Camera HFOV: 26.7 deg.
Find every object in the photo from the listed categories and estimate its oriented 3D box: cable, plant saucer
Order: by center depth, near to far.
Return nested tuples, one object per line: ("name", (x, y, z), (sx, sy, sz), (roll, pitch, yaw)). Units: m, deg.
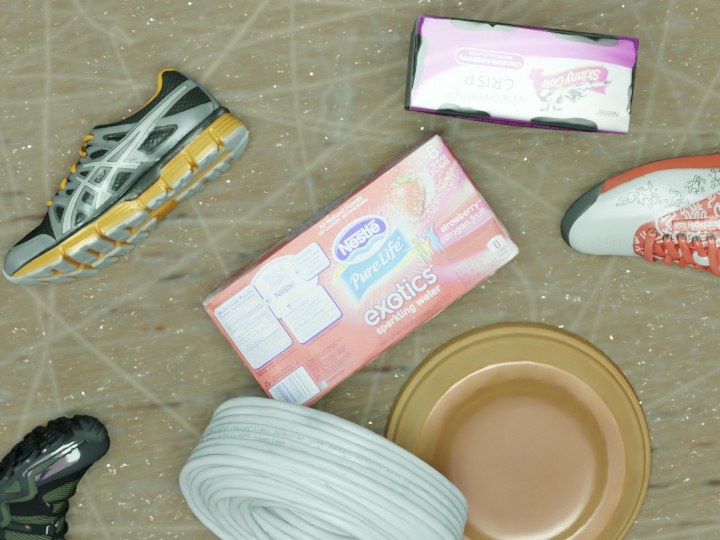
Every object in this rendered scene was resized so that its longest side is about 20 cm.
("cable", (-0.024, 0.158, 1.035), (0.199, 0.200, 0.070), (10, 59, 25))
("plant saucer", (0.115, 0.139, 1.108), (0.198, 0.037, 0.202), (0, 97, 0))

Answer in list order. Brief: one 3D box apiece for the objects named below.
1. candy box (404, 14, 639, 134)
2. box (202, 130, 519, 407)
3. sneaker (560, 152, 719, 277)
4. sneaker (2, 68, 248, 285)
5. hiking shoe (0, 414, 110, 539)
("candy box", (0.098, -0.125, 0.992), (0.135, 0.200, 0.062), (7, 97, 1))
("box", (0.000, 0.000, 1.061), (0.199, 0.095, 0.103), (-36, 96, 4))
("sneaker", (0.246, -0.022, 1.048), (0.200, 0.067, 0.109), (-14, 56, 0))
("sneaker", (-0.175, -0.061, 1.071), (0.200, 0.078, 0.077), (-37, 82, 1))
("hiking shoe", (-0.239, 0.190, 1.105), (0.200, 0.076, 0.101), (-43, 104, 14))
